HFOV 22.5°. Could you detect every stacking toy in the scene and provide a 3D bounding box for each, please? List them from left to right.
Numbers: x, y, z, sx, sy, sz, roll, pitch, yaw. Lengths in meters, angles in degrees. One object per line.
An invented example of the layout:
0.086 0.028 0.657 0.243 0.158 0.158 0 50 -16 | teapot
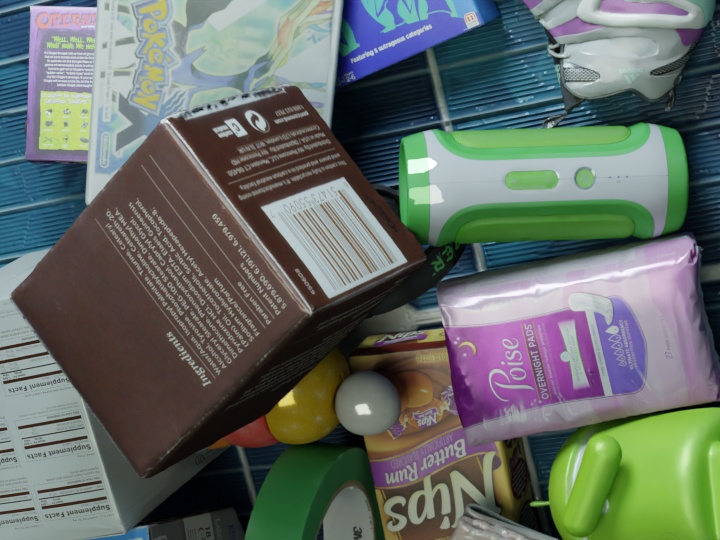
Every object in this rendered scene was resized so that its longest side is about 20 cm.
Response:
-0.057 0.092 1.403 0.198 0.146 0.148 14 112 29 | stacking toy

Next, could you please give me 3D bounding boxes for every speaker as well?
0.129 -0.061 1.290 0.198 0.089 0.089 -2 107 -4 | speaker

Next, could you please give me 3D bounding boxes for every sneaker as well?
0.142 -0.171 1.291 0.198 0.078 0.141 22 113 16 | sneaker

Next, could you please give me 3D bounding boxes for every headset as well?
0.000 0.000 1.392 0.199 0.124 0.094 -6 128 39 | headset

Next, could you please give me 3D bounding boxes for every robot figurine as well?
0.221 0.161 1.310 0.199 0.174 0.117 -10 86 47 | robot figurine

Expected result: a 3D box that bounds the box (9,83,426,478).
-0.098 0.004 1.252 0.200 0.166 0.165 -43 80 31 | box

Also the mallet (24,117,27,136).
-0.178 -0.083 1.482 0.199 0.066 0.041 32 127 -6 | mallet

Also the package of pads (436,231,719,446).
0.160 0.049 1.316 0.198 0.076 0.122 -11 103 13 | package of pads

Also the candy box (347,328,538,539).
0.069 0.149 1.435 0.116 0.056 0.202 -7 105 23 | candy box

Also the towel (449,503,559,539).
0.142 0.284 1.417 0.198 0.032 0.192 21 128 2 | towel

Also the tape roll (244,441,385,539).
-0.035 0.237 1.425 0.048 0.200 0.203 5 108 21 | tape roll

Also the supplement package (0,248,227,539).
-0.232 0.093 1.467 0.146 0.191 0.202 -11 103 25 | supplement package

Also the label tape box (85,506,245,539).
-0.176 0.239 1.499 0.143 0.200 0.064 -13 84 25 | label tape box

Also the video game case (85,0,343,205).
-0.109 -0.137 1.344 0.180 0.022 0.202 5 104 -2 | video game case

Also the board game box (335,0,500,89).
-0.004 -0.250 1.346 0.151 0.045 0.202 -21 96 27 | board game box

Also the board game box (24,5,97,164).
-0.155 -0.140 1.386 0.198 0.032 0.121 2 90 -1 | board game box
